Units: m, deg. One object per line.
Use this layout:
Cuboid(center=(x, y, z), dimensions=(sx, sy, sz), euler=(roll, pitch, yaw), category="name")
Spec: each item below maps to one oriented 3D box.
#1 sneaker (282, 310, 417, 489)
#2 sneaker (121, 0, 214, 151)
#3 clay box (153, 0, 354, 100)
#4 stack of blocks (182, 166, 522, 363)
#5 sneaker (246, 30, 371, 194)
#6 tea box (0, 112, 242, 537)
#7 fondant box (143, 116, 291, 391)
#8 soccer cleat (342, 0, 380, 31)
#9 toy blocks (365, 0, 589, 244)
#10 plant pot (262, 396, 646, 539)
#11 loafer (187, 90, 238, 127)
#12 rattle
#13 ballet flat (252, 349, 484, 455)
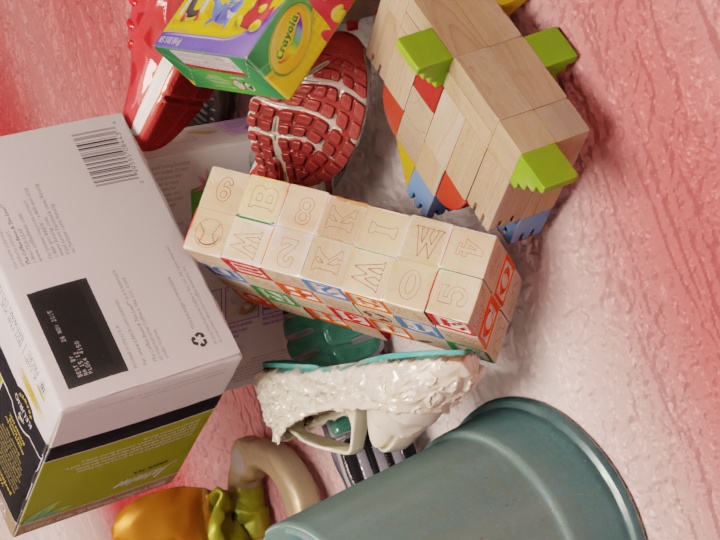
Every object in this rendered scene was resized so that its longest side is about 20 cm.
Cuboid(center=(-0.016, 0.083, 1.133), dimensions=(0.088, 0.074, 0.202), euler=(122, 135, -70), category="sneaker")
Cuboid(center=(-0.142, -0.192, 1.068), dimensions=(0.115, 0.078, 0.202), euler=(28, 96, 14), category="sneaker")
Cuboid(center=(-0.036, -0.204, 0.969), dimensions=(0.114, 0.048, 0.201), euler=(15, 70, 51), category="clay box")
Cuboid(center=(0.000, 0.000, 1.000), dimensions=(0.198, 0.115, 0.059), euler=(15, 77, 22), category="stack of blocks")
Cuboid(center=(-0.038, -0.098, 1.074), dimensions=(0.077, 0.083, 0.201), euler=(28, 142, -1), category="sneaker")
Cuboid(center=(-0.200, 0.039, 1.054), dimensions=(0.201, 0.133, 0.197), euler=(62, 146, 20), category="tea box")
Cuboid(center=(-0.118, -0.006, 1.174), dimensions=(0.058, 0.143, 0.202), euler=(29, 124, 48), category="fondant box")
Cuboid(center=(-0.031, -0.194, 1.057), dimensions=(0.199, 0.069, 0.079), euler=(-25, 64, 52), category="soccer cleat")
Cuboid(center=(0.062, -0.092, 0.956), dimensions=(0.201, 0.099, 0.137), euler=(58, 152, 25), category="toy blocks")
Cuboid(center=(0.046, 0.203, 0.978), dimensions=(0.199, 0.195, 0.203), euler=(25, 122, 48), category="plant pot")
Cuboid(center=(-0.111, -0.172, 1.180), dimensions=(0.073, 0.071, 0.201), euler=(37, 147, 16), category="loafer")
Cuboid(center=(-0.082, 0.215, 1.215), dimensions=(0.200, 0.142, 0.131), euler=(40, 113, 47), category="rattle")
Cuboid(center=(0.006, 0.087, 1.011), dimensions=(0.199, 0.071, 0.073), euler=(-7, 96, 48), category="ballet flat")
